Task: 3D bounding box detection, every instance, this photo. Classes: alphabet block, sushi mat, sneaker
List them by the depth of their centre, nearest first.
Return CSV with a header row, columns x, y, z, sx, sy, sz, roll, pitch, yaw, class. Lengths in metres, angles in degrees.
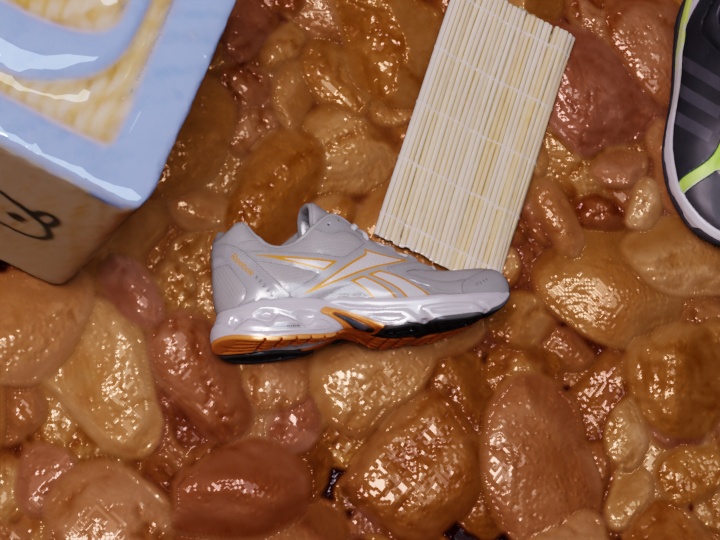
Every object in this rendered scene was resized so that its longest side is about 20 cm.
x,y,z,sx,sy,sz,roll,pitch,yaw,class
-0.191,-0.133,0.994,0.195,0.200,0.197,28,70,-12,alphabet block
0.000,0.000,1.109,0.199,0.076,0.093,-4,75,-23,sneaker
0.078,-0.093,1.190,0.095,0.012,0.201,23,71,-14,sushi mat
0.254,-0.117,1.225,0.071,0.083,0.202,2,78,-20,sneaker
